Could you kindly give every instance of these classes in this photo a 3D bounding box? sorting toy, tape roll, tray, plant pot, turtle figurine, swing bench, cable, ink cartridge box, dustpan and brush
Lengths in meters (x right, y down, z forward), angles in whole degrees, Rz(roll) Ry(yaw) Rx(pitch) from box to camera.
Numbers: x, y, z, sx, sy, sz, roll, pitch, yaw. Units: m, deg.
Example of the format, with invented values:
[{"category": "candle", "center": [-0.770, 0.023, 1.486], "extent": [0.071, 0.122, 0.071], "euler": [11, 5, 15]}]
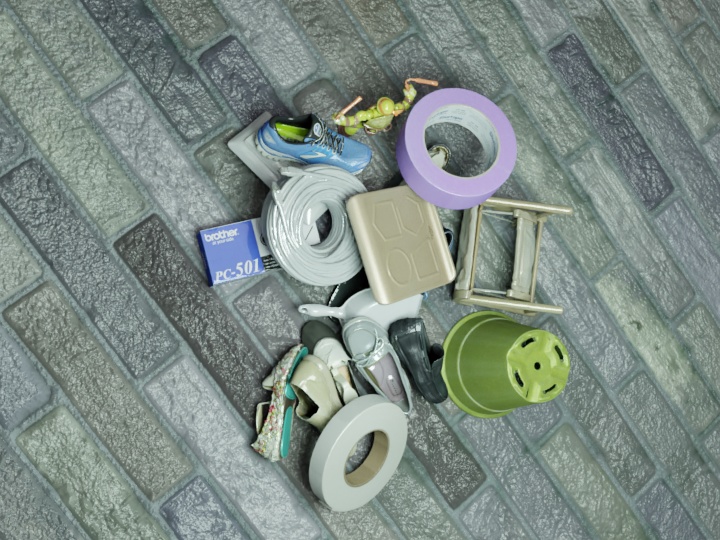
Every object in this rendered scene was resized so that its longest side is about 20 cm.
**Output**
[{"category": "sorting toy", "center": [0.068, -0.048, 1.459], "extent": [0.200, 0.036, 0.186], "euler": [-17, 89, -45]}, {"category": "tape roll", "center": [0.164, -0.209, 1.485], "extent": [0.199, 0.066, 0.201], "euler": [3, 73, -11]}, {"category": "tray", "center": [-0.123, -0.180, 1.482], "extent": [0.200, 0.022, 0.107], "euler": [45, 62, 0]}, {"category": "plant pot", "center": [0.268, 0.168, 1.524], "extent": [0.199, 0.190, 0.201], "euler": [1, 85, -18]}, {"category": "turtle figurine", "center": [0.032, -0.270, 1.496], "extent": [0.199, 0.161, 0.065], "euler": [-25, 94, -20]}, {"category": "tape roll", "center": [-0.001, 0.305, 1.440], "extent": [0.202, 0.037, 0.204], "euler": [-25, 127, -38]}, {"category": "swing bench", "center": [0.263, -0.029, 1.577], "extent": [0.199, 0.130, 0.200], "euler": [10, 82, -13]}, {"category": "cable", "center": [-0.069, -0.076, 1.431], "extent": [0.199, 0.069, 0.201], "euler": [-6, 99, -33]}, {"category": "ink cartridge box", "center": [-0.169, -0.041, 1.468], "extent": [0.199, 0.044, 0.094], "euler": [-14, 88, -20]}, {"category": "dustpan and brush", "center": [-0.007, 0.079, 1.486], "extent": [0.199, 0.057, 0.140], "euler": [1, 123, -22]}]

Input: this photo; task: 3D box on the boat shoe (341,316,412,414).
[{"category": "boat shoe", "center": [0.034, 0.162, 1.473], "extent": [0.074, 0.065, 0.202], "euler": [-28, 121, -1]}]

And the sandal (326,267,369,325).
[{"category": "sandal", "center": [0.001, 0.001, 1.518], "extent": [0.075, 0.048, 0.201], "euler": [20, 82, -16]}]

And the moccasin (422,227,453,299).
[{"category": "moccasin", "center": [0.099, 0.002, 1.543], "extent": [0.080, 0.068, 0.201], "euler": [30, 80, -16]}]

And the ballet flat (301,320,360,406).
[{"category": "ballet flat", "center": [-0.037, 0.176, 1.481], "extent": [0.068, 0.068, 0.201], "euler": [-27, 94, -18]}]

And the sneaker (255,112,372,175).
[{"category": "sneaker", "center": [-0.072, -0.212, 1.451], "extent": [0.199, 0.089, 0.079], "euler": [10, 68, -17]}]

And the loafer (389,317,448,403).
[{"category": "loafer", "center": [0.116, 0.159, 1.500], "extent": [0.070, 0.068, 0.201], "euler": [-18, 127, 17]}]

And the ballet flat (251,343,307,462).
[{"category": "ballet flat", "center": [-0.140, 0.217, 1.447], "extent": [0.064, 0.076, 0.201], "euler": [8, 75, 15]}]

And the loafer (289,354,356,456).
[{"category": "loafer", "center": [-0.068, 0.236, 1.443], "extent": [0.068, 0.076, 0.201], "euler": [-34, 113, -30]}]

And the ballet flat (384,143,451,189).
[{"category": "ballet flat", "center": [0.099, -0.157, 1.559], "extent": [0.073, 0.073, 0.200], "euler": [44, 74, -11]}]
